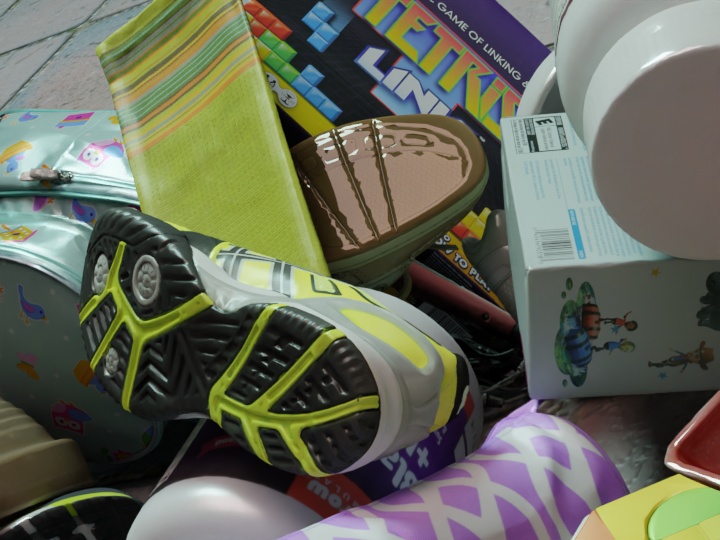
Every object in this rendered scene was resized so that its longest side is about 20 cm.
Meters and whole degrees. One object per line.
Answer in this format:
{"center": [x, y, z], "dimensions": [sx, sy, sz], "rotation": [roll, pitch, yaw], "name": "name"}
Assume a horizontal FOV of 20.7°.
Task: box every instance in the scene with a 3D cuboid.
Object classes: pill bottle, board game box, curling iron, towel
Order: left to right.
{"center": [-0.070, -0.051, 0.888], "dimensions": [0.086, 0.018, 0.201], "rotation": [-38, 50, 25], "name": "towel"}
{"center": [-0.029, 0.106, 0.805], "dimensions": [0.111, 0.112, 0.201], "rotation": [-14, 28, 32], "name": "pill bottle"}
{"center": [0.000, 0.000, 0.935], "dimensions": [0.050, 0.199, 0.026], "rotation": [-48, -16, -24], "name": "curling iron"}
{"center": [0.027, -0.079, 1.005], "dimensions": [0.166, 0.200, 0.057], "rotation": [-51, 4, -40], "name": "board game box"}
{"center": [0.128, -0.100, 0.767], "dimensions": [0.109, 0.110, 0.201], "rotation": [-22, 33, 17], "name": "pill bottle"}
{"center": [0.160, -0.015, 0.797], "dimensions": [0.198, 0.065, 0.148], "rotation": [-4, 29, 3], "name": "board game box"}

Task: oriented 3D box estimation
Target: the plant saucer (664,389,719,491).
{"center": [0.229, 0.029, 0.622], "dimensions": [0.200, 0.037, 0.199], "rotation": [-42, 30, -22], "name": "plant saucer"}

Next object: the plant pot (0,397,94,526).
{"center": [-0.238, 0.106, 0.970], "dimensions": [0.199, 0.093, 0.201], "rotation": [-25, -5, -2], "name": "plant pot"}

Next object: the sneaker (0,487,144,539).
{"center": [-0.189, 0.160, 0.937], "dimensions": [0.199, 0.074, 0.081], "rotation": [-29, 19, -4], "name": "sneaker"}

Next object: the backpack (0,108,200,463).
{"center": [-0.124, 0.007, 1.039], "dimensions": [0.198, 0.177, 0.154], "rotation": [-6, 34, 26], "name": "backpack"}

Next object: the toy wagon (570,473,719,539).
{"center": [0.139, 0.129, 0.622], "dimensions": [0.154, 0.040, 0.200], "rotation": [-22, 30, -5], "name": "toy wagon"}

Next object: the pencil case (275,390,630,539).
{"center": [0.012, 0.113, 0.703], "dimensions": [0.199, 0.086, 0.084], "rotation": [-17, -21, -40], "name": "pencil case"}

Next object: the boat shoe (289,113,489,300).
{"center": [-0.028, -0.006, 0.907], "dimensions": [0.198, 0.063, 0.074], "rotation": [-25, 52, 11], "name": "boat shoe"}

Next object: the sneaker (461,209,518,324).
{"center": [0.128, -0.044, 0.928], "dimensions": [0.200, 0.092, 0.076], "rotation": [-44, -2, -33], "name": "sneaker"}

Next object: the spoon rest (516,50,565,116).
{"center": [0.148, -0.084, 0.996], "dimensions": [0.060, 0.100, 0.199], "rotation": [28, 33, 35], "name": "spoon rest"}

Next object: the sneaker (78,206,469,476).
{"center": [-0.041, 0.029, 0.774], "dimensions": [0.076, 0.076, 0.199], "rotation": [0, 20, -42], "name": "sneaker"}
